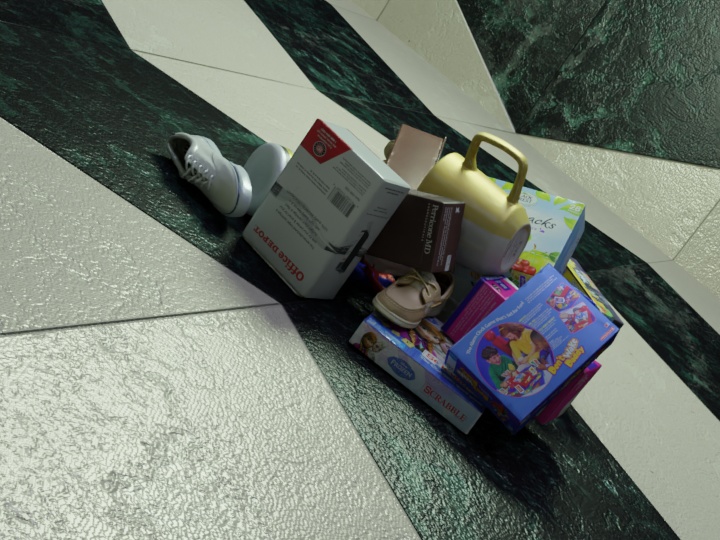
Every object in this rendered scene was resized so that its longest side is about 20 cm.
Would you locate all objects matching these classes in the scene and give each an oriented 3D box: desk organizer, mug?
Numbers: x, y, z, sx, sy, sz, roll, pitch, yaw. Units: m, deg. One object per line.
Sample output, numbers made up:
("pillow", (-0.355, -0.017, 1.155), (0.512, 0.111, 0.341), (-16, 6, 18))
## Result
("desk organizer", (0.074, -0.147, 1.779), (0.076, 0.072, 0.201), (20, 35, 1))
("mug", (0.165, -0.081, 1.653), (0.152, 0.188, 0.149), (33, 57, 23))

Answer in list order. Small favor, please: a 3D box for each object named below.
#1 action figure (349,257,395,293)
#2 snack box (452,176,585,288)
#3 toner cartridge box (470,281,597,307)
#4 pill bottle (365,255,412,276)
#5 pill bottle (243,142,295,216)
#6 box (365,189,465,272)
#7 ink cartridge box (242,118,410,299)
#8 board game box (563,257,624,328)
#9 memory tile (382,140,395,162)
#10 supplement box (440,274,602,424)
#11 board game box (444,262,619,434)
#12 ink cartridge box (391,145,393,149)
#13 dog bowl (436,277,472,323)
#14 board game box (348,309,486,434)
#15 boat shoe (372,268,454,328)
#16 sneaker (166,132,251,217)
("action figure", (0.000, 0.000, 1.700), (0.199, 0.052, 0.066), (29, 14, -25))
("snack box", (0.229, -0.053, 1.773), (0.198, 0.068, 0.169), (19, 54, 22))
("toner cartridge box", (0.268, 0.039, 1.773), (0.200, 0.095, 0.043), (43, -10, 35))
("pill bottle", (0.047, -0.080, 1.869), (0.111, 0.113, 0.201), (29, 18, -15))
("pill bottle", (-0.078, -0.108, 1.718), (0.198, 0.113, 0.112), (20, 23, -37))
("box", (0.041, -0.068, 1.611), (0.198, 0.102, 0.075), (15, 11, 29))
("ink cartridge box", (-0.050, -0.081, 1.569), (0.144, 0.201, 0.083), (44, 17, 27))
("board game box", (0.324, 0.087, 1.860), (0.056, 0.166, 0.201), (26, 21, -27))
("memory tile", (0.111, -0.136, 2.076), (0.199, 0.154, 0.017), (35, 50, 9))
("supplement box", (0.229, 0.109, 1.617), (0.200, 0.104, 0.101), (44, 19, 17))
("board game box", (0.228, 0.101, 1.517), (0.134, 0.199, 0.045), (45, -23, 19))
("ink cartridge box", (0.109, -0.124, 1.974), (0.164, 0.050, 0.200), (62, -4, 13))
("dog bowl", (0.157, 0.057, 1.814), (0.199, 0.059, 0.201), (32, 19, -12))
("board game box", (0.097, 0.120, 1.579), (0.199, 0.041, 0.199), (38, 18, 5))
("boat shoe", (0.078, 0.028, 1.592), (0.073, 0.070, 0.200), (38, 18, 13))
("sneaker", (-0.221, -0.135, 1.623), (0.070, 0.074, 0.200), (7, 23, -37))
